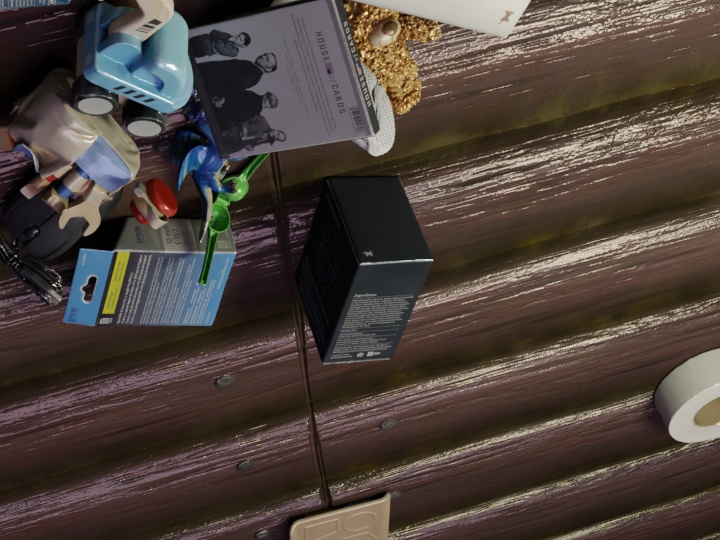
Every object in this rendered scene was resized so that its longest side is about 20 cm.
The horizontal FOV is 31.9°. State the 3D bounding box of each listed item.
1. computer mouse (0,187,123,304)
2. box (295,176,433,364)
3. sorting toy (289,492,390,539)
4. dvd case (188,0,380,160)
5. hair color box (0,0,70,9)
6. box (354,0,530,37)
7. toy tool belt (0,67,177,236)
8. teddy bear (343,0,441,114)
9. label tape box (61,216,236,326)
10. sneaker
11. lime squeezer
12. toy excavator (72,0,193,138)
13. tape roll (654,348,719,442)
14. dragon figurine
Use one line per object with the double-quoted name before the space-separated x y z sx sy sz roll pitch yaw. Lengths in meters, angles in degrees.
"computer mouse" -0.352 -0.059 1.446 0.138 0.053 0.200 44 109 -11
"box" 0.000 0.000 1.641 0.105 0.150 0.201 -3 140 -22
"sorting toy" -0.039 0.480 2.313 0.197 0.037 0.186 -16 143 -13
"dvd case" -0.088 -0.200 1.325 0.197 0.025 0.152 -5 114 29
"hair color box" -0.369 -0.290 1.145 0.197 0.102 0.060 -9 -179 -15
"box" 0.085 -0.367 1.211 0.197 0.173 0.201 7 136 -31
"toy tool belt" -0.304 -0.107 1.356 0.122 0.125 0.201 -33 114 15
"teddy bear" 0.023 -0.238 1.428 0.143 0.067 0.201 -9 141 -19
"label tape box" -0.270 0.002 1.590 0.197 0.067 0.144 2 137 -23
"sneaker" -0.053 -0.196 1.377 0.114 0.075 0.201 -29 105 44
"lime squeezer" -0.161 -0.083 1.537 0.037 0.071 0.202 29 91 -16
"toy excavator" -0.217 -0.234 1.239 0.198 0.101 0.193 -21 151 38
"tape roll" 0.638 0.227 2.283 0.199 0.071 0.204 -13 142 -10
"dragon figurine" -0.190 -0.129 1.467 0.098 0.059 0.201 7 131 -29
